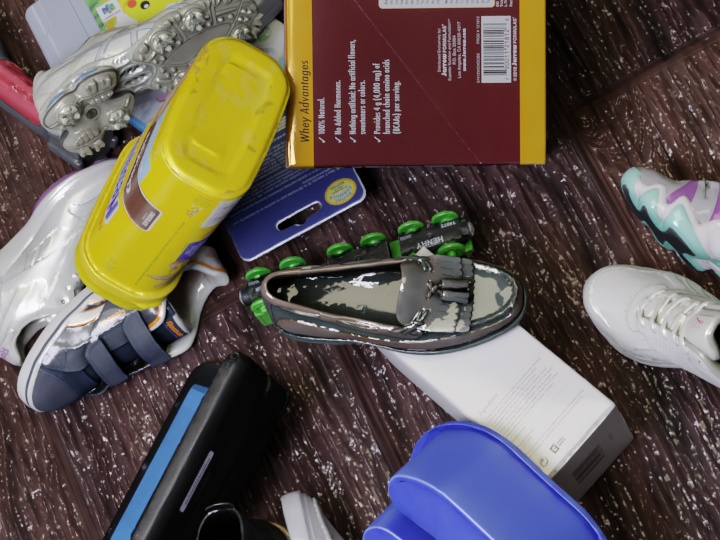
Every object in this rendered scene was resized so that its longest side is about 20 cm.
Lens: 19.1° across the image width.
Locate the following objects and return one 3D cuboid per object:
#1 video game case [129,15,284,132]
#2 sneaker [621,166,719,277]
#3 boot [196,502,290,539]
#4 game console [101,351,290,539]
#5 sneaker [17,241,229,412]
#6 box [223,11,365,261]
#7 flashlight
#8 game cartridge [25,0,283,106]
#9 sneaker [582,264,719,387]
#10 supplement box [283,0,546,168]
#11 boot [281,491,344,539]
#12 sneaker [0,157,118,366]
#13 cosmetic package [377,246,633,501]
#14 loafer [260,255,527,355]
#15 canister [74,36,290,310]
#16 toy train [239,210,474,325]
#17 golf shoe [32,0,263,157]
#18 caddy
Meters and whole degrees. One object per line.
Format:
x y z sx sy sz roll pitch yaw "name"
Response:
-0.151 -0.181 1.816 0.200 0.018 0.143 35 82 26 "video game case"
0.312 -0.053 1.647 0.200 0.078 0.140 37 83 14 "sneaker"
-0.089 0.280 1.608 0.077 0.138 0.201 -13 69 12 "boot"
-0.152 0.154 1.647 0.116 0.176 0.200 23 79 22 "game console"
-0.192 0.048 1.749 0.079 0.078 0.200 39 84 29 "sneaker"
-0.080 -0.109 1.794 0.121 0.032 0.200 -28 64 6 "box"
-0.296 -0.162 1.853 0.200 0.068 0.068 34 102 26 "flashlight"
-0.172 -0.215 1.802 0.200 0.040 0.134 -30 65 -1 "game cartridge"
0.255 0.042 1.612 0.200 0.099 0.078 26 80 22 "sneaker"
0.043 -0.180 1.673 0.199 0.133 0.198 0 95 2 "supplement box"
0.014 0.250 1.634 0.095 0.074 0.200 -23 76 1 "boot"
-0.250 -0.007 1.799 0.100 0.075 0.200 43 91 10 "sneaker"
0.103 0.084 1.638 0.200 0.108 0.085 41 86 22 "cosmetic package"
0.022 0.023 1.590 0.199 0.063 0.072 -3 71 15 "loafer"
-0.137 -0.074 1.648 0.086 0.200 0.149 29 56 -11 "canister"
0.000 0.000 1.723 0.199 0.056 0.042 -16 63 11 "toy train"
-0.179 -0.181 1.731 0.200 0.078 0.097 -30 44 -9 "golf shoe"
0.100 0.202 1.563 0.200 0.142 0.105 42 46 18 "caddy"
